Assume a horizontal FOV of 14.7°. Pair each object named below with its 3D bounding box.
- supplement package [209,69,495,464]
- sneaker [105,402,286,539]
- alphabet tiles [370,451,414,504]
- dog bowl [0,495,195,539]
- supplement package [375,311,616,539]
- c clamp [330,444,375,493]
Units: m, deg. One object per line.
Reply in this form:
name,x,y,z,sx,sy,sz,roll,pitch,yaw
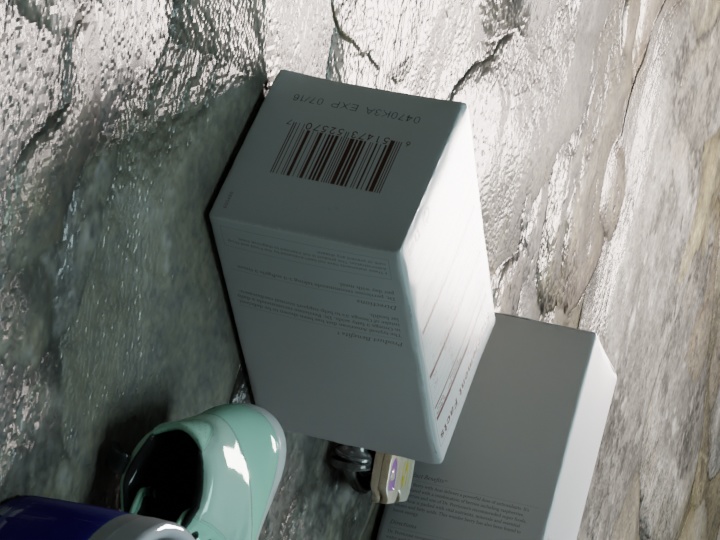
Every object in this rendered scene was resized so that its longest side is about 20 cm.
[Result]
supplement package,0.000,0.000,1.597,0.200,0.117,0.117,80,27,-50
sneaker,-0.103,0.167,1.457,0.118,0.074,0.201,5,97,-67
alphabet tiles,0.036,0.056,1.853,0.196,0.015,0.201,21,78,-78
dog bowl,-0.144,0.211,1.331,0.200,0.079,0.201,11,90,-72
supplement package,0.098,0.141,1.992,0.120,0.121,0.200,54,50,-68
c clamp,0.008,0.055,1.822,0.171,0.027,0.201,-37,134,-73
